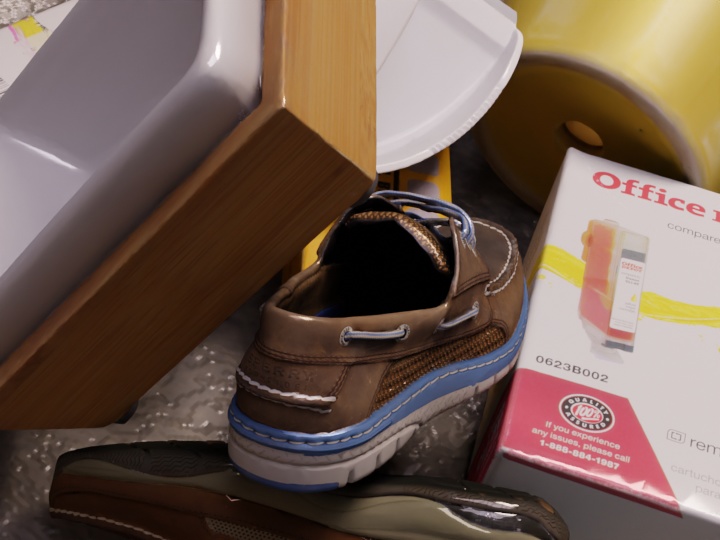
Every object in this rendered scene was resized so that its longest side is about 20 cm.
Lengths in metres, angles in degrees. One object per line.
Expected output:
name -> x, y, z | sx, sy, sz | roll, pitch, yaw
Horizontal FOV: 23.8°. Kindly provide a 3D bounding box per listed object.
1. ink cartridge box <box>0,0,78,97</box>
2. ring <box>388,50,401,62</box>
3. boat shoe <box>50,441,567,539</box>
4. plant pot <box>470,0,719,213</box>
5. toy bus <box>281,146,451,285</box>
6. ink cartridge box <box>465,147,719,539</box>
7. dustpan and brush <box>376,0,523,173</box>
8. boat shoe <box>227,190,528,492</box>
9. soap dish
ink cartridge box -> -0.122, -0.066, 0.811 | 0.116, 0.068, 0.200 | 40, 50, 23
ring -> -0.036, -0.139, 0.875 | 0.200, 0.019, 0.200 | 31, 9, -5
boat shoe -> -0.025, 0.109, 0.646 | 0.199, 0.074, 0.076 | 7, -1, 17
plant pot -> 0.152, -0.124, 0.874 | 0.200, 0.201, 0.189 | 29, 60, 13
toy bus -> 0.000, 0.000, 0.783 | 0.078, 0.065, 0.201 | 10, 44, -9
ink cartridge box -> 0.133, 0.052, 0.756 | 0.144, 0.084, 0.200 | 18, 44, 1
dustpan and brush -> -0.017, -0.072, 0.746 | 0.139, 0.057, 0.201 | 34, 79, -15
boat shoe -> 0.019, 0.011, 0.651 | 0.072, 0.073, 0.200 | 15, 26, 18
soap dish -> -0.073, -0.045, 0.634 | 0.081, 0.200, 0.158 | 29, 38, -27
